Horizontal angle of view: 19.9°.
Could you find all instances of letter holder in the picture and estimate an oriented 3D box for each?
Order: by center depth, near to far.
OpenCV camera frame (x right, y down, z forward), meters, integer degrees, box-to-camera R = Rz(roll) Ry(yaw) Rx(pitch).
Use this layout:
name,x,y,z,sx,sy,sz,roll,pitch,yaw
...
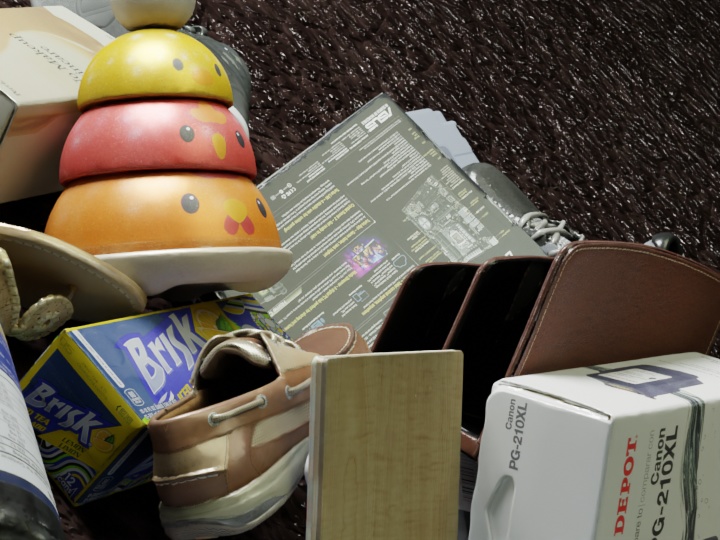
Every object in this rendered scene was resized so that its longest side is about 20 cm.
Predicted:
name,x,y,z,sx,sy,sz,roll,pitch,yaw
letter holder,0.117,0.034,1.231,0.101,0.142,0.200,31,12,37

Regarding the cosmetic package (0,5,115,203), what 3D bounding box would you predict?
name,x,y,z,sx,sy,sz,roll,pitch,yaw
cosmetic package,-0.202,-0.100,1.212,0.105,0.071,0.200,33,18,13

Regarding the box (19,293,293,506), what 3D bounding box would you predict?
name,x,y,z,sx,sy,sz,roll,pitch,yaw
box,-0.103,0.065,1.106,0.070,0.064,0.200,48,22,14

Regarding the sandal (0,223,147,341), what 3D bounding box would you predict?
name,x,y,z,sx,sy,sz,roll,pitch,yaw
sandal,-0.215,0.007,1.045,0.211,0.078,0.070,27,57,-21

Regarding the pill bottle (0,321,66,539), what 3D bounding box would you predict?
name,x,y,z,sx,sy,sz,roll,pitch,yaw
pill bottle,-0.181,0.099,0.835,0.112,0.112,0.200,25,28,-39

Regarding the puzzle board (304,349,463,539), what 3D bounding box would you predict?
name,x,y,z,sx,sy,sz,roll,pitch,yaw
puzzle board,0.010,0.142,1.050,0.017,0.200,0.151,3,0,29

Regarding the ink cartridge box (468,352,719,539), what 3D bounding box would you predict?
name,x,y,z,sx,sy,sz,roll,pitch,yaw
ink cartridge box,0.156,0.131,1.170,0.084,0.145,0.200,16,13,40

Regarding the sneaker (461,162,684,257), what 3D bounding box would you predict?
name,x,y,z,sx,sy,sz,roll,pitch,yaw
sneaker,0.154,-0.012,1.359,0.200,0.115,0.075,52,41,5

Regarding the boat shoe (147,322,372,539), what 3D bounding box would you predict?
name,x,y,z,sx,sy,sz,roll,pitch,yaw
boat shoe,-0.047,0.063,1.039,0.072,0.076,0.200,70,25,-14

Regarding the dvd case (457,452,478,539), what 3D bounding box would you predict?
name,x,y,z,sx,sy,sz,roll,pitch,yaw
dvd case,0.112,0.184,1.232,0.200,0.022,0.146,19,60,-48

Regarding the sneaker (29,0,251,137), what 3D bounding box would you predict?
name,x,y,z,sx,sy,sz,roll,pitch,yaw
sneaker,-0.153,-0.159,1.449,0.200,0.071,0.099,44,18,-13

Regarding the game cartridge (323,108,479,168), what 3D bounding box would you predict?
name,x,y,z,sx,sy,sz,roll,pitch,yaw
game cartridge,0.054,-0.015,1.390,0.133,0.040,0.200,-11,66,-48

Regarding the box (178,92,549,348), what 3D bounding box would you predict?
name,x,y,z,sx,sy,sz,roll,pitch,yaw
box,0.000,0.000,1.292,0.160,0.044,0.200,45,57,7

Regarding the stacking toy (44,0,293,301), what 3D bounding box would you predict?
name,x,y,z,sx,sy,sz,roll,pitch,yaw
stacking toy,-0.116,-0.083,1.148,0.146,0.146,0.200,0,85,-61
